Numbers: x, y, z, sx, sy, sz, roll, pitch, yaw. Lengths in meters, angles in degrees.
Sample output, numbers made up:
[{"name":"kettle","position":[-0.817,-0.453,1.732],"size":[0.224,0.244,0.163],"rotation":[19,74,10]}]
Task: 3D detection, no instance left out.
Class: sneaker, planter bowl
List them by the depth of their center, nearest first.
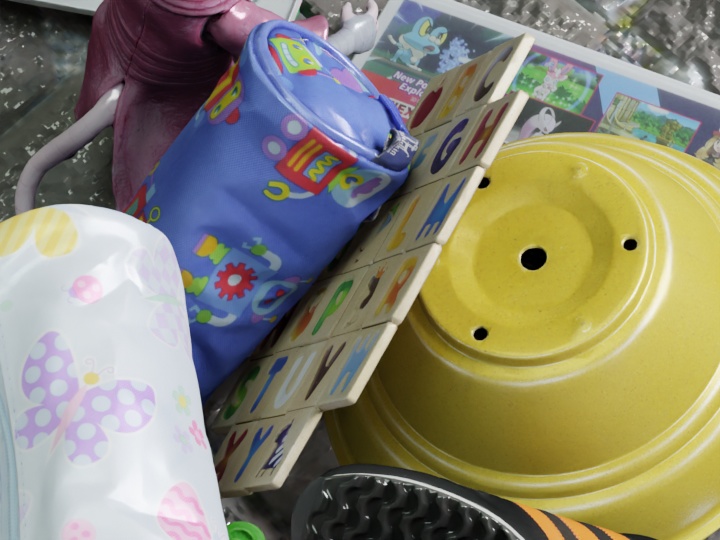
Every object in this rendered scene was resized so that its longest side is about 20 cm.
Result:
[{"name":"sneaker","position":[0.069,0.121,1.061],"size":[0.199,0.090,0.070],"rotation":[21,101,0]},{"name":"planter bowl","position":[0.073,0.013,1.126],"size":[0.199,0.084,0.201],"rotation":[-6,60,11]}]

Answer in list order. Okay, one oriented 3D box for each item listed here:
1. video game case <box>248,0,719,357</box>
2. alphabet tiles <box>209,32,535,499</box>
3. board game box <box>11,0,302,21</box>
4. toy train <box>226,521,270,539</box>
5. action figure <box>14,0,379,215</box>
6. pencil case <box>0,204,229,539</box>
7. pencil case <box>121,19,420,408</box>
[{"name":"video game case","position":[0.058,-0.015,1.209],"size":[0.199,0.023,0.183],"rotation":[22,68,25]},{"name":"alphabet tiles","position":[0.000,0.000,1.122],"size":[0.006,0.166,0.200],"rotation":[34,74,-13]},{"name":"board game box","position":[-0.092,-0.196,1.347],"size":[0.199,0.026,0.201],"rotation":[12,65,20]},{"name":"toy train","position":[-0.005,0.142,1.125],"size":[0.199,0.042,0.057],"rotation":[18,77,22]},{"name":"action figure","position":[-0.083,-0.101,1.181],"size":[0.134,0.200,0.149],"rotation":[44,63,13]},{"name":"pencil case","position":[-0.094,0.074,1.041],"size":[0.083,0.091,0.201],"rotation":[-33,54,30]},{"name":"pencil case","position":[-0.056,-0.005,1.149],"size":[0.200,0.087,0.078],"rotation":[-51,34,25]}]
